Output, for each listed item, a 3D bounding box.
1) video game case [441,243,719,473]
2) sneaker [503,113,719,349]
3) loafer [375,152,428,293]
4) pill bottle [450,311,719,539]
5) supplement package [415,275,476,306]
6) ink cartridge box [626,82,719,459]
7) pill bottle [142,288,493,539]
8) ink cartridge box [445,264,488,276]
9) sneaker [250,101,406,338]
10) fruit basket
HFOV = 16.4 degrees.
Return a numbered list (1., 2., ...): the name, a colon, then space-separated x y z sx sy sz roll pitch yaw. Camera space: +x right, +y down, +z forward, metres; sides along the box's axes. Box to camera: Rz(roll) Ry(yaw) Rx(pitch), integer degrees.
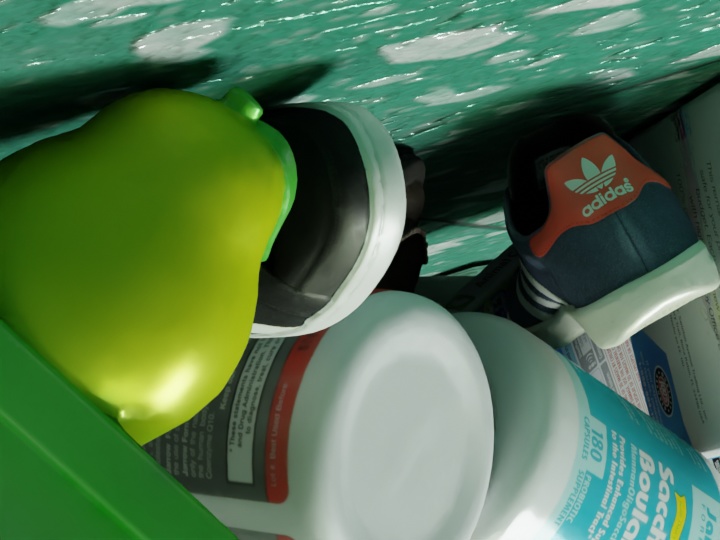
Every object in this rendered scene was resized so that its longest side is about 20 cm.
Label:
1. video game case: 0.097 0.082 1.151 0.022 0.200 0.182 3 -146 45
2. sneaker: 0.089 -0.019 1.012 0.075 0.085 0.200 -30 -179 -9
3. loafer: 0.000 0.000 1.021 0.073 0.072 0.200 -14 174 3
4. pill bottle: 0.085 0.102 1.043 0.111 0.111 0.200 -18 146 33
5. supplement package: 0.007 0.083 1.222 0.200 0.151 0.152 0 -175 44
6. ink cartridge box: 0.209 -0.010 1.058 0.146 0.147 0.200 -12 174 -15
7. pill bottle: -0.059 0.061 0.956 0.200 0.116 0.116 4 -174 37
8. ink cartridge box: 0.124 0.068 1.557 0.083 0.147 0.200 -18 172 42
9. sneaker: -0.080 -0.001 0.822 0.112 0.073 0.200 -11 175 -37
10. fruit basket: -0.108 0.033 0.740 0.215 0.216 0.155 -10 173 -33
